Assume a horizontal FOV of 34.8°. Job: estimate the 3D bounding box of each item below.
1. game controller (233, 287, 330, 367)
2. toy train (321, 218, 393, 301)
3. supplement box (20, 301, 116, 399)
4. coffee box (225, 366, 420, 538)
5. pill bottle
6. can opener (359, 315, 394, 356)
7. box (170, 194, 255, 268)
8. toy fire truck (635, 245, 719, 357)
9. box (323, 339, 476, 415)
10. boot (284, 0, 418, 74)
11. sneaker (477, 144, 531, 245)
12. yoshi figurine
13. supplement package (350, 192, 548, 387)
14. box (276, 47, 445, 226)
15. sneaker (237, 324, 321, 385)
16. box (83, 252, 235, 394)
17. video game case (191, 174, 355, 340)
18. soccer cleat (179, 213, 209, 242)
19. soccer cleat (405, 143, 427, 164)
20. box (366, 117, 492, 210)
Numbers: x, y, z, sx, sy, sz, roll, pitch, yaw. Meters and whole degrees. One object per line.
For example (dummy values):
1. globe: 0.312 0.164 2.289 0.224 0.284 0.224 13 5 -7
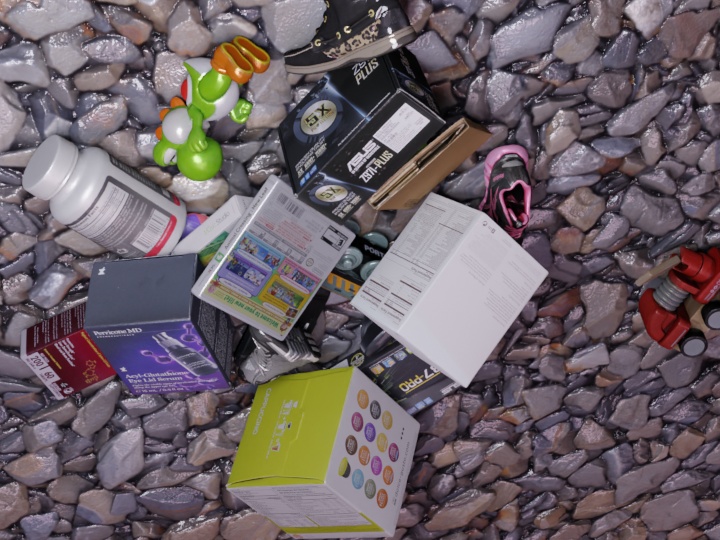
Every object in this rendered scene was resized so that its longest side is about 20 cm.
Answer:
1. game controller: -0.120 0.083 1.772 0.104 0.042 0.200 3 131 -35
2. toy train: 0.000 0.000 1.701 0.199 0.085 0.114 24 130 -30
3. supplement box: -0.387 0.102 1.697 0.199 0.061 0.109 -25 131 5
4. coffee box: -0.056 0.291 1.809 0.199 0.200 0.198 -10 140 35
5. pill bottle: -0.336 -0.093 1.508 0.111 0.111 0.200 -41 127 21
6. can opener: 0.076 0.057 1.781 0.200 0.079 0.063 -43 128 8
7. box: -0.140 -0.042 1.568 0.144 0.036 0.200 -36 153 33
8. toy fire truck: 0.503 0.037 1.846 0.199 0.129 0.176 24 122 -17
9. box: 0.064 0.170 1.880 0.200 0.049 0.161 -32 133 15
10. boot: -0.033 -0.326 1.404 0.199 0.073 0.151 -4 112 44
11. sneaker: 0.217 -0.081 1.676 0.079 0.096 0.201 -11 133 -7
12. yoshi figurine: -0.186 -0.192 1.469 0.112 0.112 0.200 19 126 -35
13. supplement package: 0.123 0.024 1.615 0.152 0.151 0.200 39 85 -30
14. box: -0.004 -0.187 1.480 0.086 0.164 0.200 30 118 -33
15. sneaker: -0.142 0.127 1.694 0.115 0.075 0.200 -32 156 11
16. box: -0.266 0.076 1.548 0.147 0.105 0.200 -5 147 10
17. video game case: -0.111 -0.012 1.521 0.182 0.022 0.200 -55 144 0
18. soccer cleat: -0.195 -0.004 1.644 0.067 0.077 0.200 -28 132 8
19. soccer cleat: 0.005 -0.127 1.603 0.199 0.068 0.081 -23 144 5
20. box: 0.098 -0.141 1.544 0.163 0.021 0.200 -41 172 14
